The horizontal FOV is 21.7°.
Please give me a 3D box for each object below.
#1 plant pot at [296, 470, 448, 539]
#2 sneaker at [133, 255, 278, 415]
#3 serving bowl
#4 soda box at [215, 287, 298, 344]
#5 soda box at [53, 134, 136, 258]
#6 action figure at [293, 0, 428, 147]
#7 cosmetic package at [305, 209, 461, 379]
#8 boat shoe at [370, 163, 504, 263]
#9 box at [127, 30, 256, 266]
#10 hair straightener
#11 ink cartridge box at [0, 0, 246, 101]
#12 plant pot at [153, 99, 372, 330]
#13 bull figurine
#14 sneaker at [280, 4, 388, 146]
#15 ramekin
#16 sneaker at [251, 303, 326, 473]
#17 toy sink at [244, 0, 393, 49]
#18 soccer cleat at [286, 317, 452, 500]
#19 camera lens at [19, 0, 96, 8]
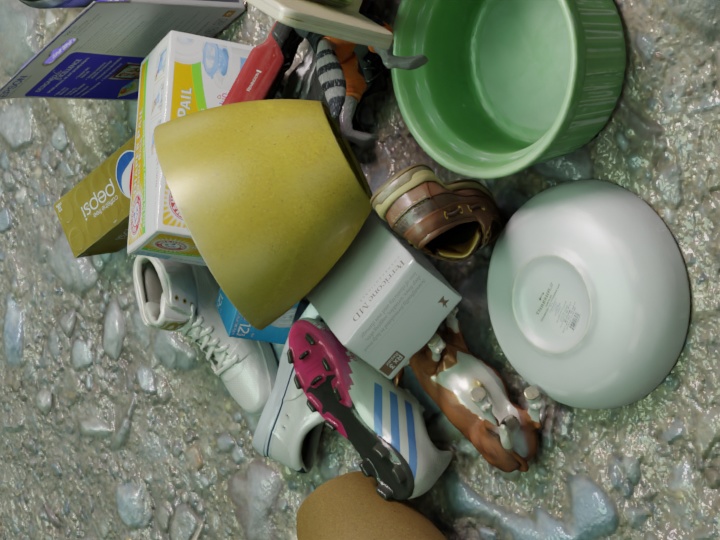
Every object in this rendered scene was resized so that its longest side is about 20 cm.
[{"bbox_3d":[0.019,0.293,1.742,0.187,0.185,0.201,-55,49,33],"label":"plant pot"},{"bbox_3d":[-0.163,0.065,1.898,0.074,0.115,0.201,-38,73,37],"label":"sneaker"},{"bbox_3d":[0.182,0.025,1.612,0.199,0.065,0.202,8,103,40],"label":"serving bowl"},{"bbox_3d":[-0.080,-0.032,1.827,0.068,0.064,0.202,-118,42,-56],"label":"soda box"},{"bbox_3d":[-0.237,-0.087,1.974,0.199,0.064,0.068,-34,74,40],"label":"soda box"},{"bbox_3d":[-0.020,-0.231,1.603,0.194,0.104,0.201,59,154,22],"label":"action figure"},{"bbox_3d":[0.000,0.000,1.700,0.102,0.074,0.200,-50,34,5],"label":"cosmetic package"},{"bbox_3d":[0.076,-0.036,1.611,0.072,0.200,0.068,-40,70,16],"label":"boat shoe"},{"bbox_3d":[-0.154,-0.113,1.808,0.101,0.111,0.202,152,123,-64],"label":"box"},{"bbox_3d":[-0.085,-0.201,1.770,0.041,0.201,0.077,16,151,5],"label":"hair straightener"},{"bbox_3d":[-0.247,-0.231,1.869,0.198,0.199,0.044,-33,73,39],"label":"ink cartridge box"},{"bbox_3d":[-0.071,-0.069,1.639,0.141,0.200,0.201,-27,76,6],"label":"plant pot"},{"bbox_3d":[0.089,0.097,1.695,0.200,0.065,0.122,43,159,20],"label":"bull figurine"},{"bbox_3d":[-0.008,-0.210,1.754,0.090,0.076,0.202,24,115,22],"label":"sneaker"},{"bbox_3d":[0.130,-0.182,1.605,0.199,0.097,0.202,7,101,41],"label":"ramekin"},{"bbox_3d":[-0.042,0.108,1.836,0.070,0.073,0.201,28,120,15],"label":"sneaker"},{"bbox_3d":[-0.057,-0.275,1.514,0.200,0.130,0.113,37,111,41],"label":"toy sink"},{"bbox_3d":[0.008,0.124,1.767,0.201,0.086,0.070,55,138,11],"label":"soccer cleat"},{"bbox_3d":[-0.261,-0.343,1.865,0.159,0.199,0.162,8,102,41],"label":"camera lens"}]
